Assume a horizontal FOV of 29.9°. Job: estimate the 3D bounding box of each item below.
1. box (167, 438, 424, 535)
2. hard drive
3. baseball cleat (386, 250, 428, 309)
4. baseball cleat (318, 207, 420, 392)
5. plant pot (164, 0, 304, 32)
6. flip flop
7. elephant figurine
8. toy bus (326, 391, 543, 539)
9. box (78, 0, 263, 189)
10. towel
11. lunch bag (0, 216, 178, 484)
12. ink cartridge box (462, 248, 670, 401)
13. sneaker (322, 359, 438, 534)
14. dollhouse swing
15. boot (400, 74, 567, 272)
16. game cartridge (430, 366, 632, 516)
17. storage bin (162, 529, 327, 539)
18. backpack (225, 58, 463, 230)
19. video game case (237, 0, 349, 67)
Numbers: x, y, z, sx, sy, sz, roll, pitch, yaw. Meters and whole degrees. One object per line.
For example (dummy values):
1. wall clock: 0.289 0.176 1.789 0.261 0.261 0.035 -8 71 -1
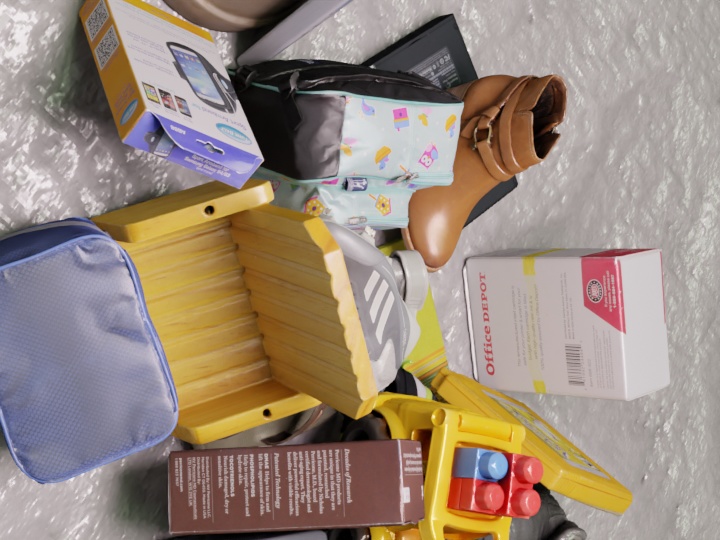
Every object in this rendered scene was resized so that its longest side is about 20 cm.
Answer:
1. box: -0.052 0.181 1.129 0.100 0.199 0.075 35 53 -75
2. hard drive: 0.082 -0.144 1.391 0.139 0.033 0.201 -36 112 -35
3. baseball cleat: 0.000 0.000 1.247 0.070 0.106 0.200 66 9 23
4. baseball cleat: -0.004 0.040 1.140 0.200 0.069 0.107 51 56 -48
5. plant pot: -0.071 -0.313 1.164 0.199 0.173 0.201 -2 93 -42
6. flip flop: -0.070 0.124 1.254 0.200 0.057 0.081 -20 105 -39
7. elephant figurine: 0.169 0.265 1.422 0.199 0.155 0.142 -11 93 -36
8. toy bus: 0.078 0.215 1.205 0.135 0.192 0.201 16 79 -36
9. box: -0.153 -0.145 1.100 0.119 0.041 0.200 21 34 -40
10. towel: 0.051 0.067 1.389 0.086 0.018 0.201 -25 107 -44
11. lunch bag: -0.230 0.063 1.059 0.135 0.132 0.201 -19 106 -14
12. ink cartridge box: 0.213 0.051 1.410 0.083 0.199 0.146 -12 100 -43
13. sneaker: -0.003 0.171 1.310 0.083 0.072 0.200 49 62 -23
14. dollhouse swing: -0.107 0.047 1.095 0.181 0.176 0.201 -18 109 -11
15. boot: 0.123 -0.096 1.301 0.077 0.155 0.201 30 71 -36
16. game cartridge: 0.175 0.173 1.368 0.032 0.176 0.200 -53 146 4
17. storage bin: -0.107 0.293 1.149 0.145 0.200 0.135 -1 82 -40
18. backpack: -0.010 -0.114 1.221 0.199 0.175 0.154 -11 106 -37
19. video game case: -0.003 -0.258 1.209 0.182 0.200 0.022 -42 100 -32
